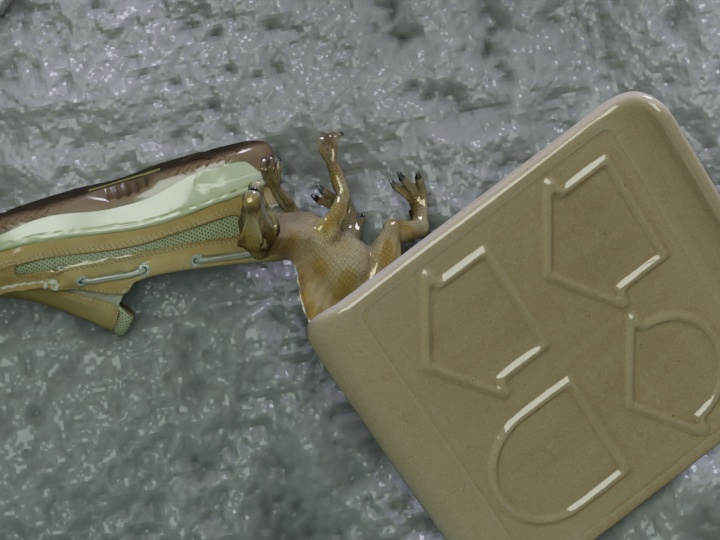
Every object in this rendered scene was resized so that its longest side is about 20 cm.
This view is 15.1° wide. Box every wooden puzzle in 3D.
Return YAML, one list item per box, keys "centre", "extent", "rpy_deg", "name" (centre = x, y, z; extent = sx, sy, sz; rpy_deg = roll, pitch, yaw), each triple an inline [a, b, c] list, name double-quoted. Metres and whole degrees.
- centre: [0.096, 0.034, 1.312]
  extent: [0.200, 0.046, 0.185]
  rpy_deg: [-35, 115, -1]
  name: "wooden puzzle"

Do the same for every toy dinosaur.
- centre: [0.000, 0.000, 1.336]
  extent: [0.058, 0.200, 0.101]
  rpy_deg: [-23, 46, 38]
  name: "toy dinosaur"

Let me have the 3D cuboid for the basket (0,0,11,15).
- centre: [-0.243, -0.236, 1.356]
  extent: [0.200, 0.123, 0.136]
  rpy_deg: [26, 81, 6]
  name: "basket"

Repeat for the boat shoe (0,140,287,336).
- centre: [-0.131, -0.002, 1.346]
  extent: [0.199, 0.072, 0.076]
  rpy_deg: [-15, 98, 3]
  name: "boat shoe"
